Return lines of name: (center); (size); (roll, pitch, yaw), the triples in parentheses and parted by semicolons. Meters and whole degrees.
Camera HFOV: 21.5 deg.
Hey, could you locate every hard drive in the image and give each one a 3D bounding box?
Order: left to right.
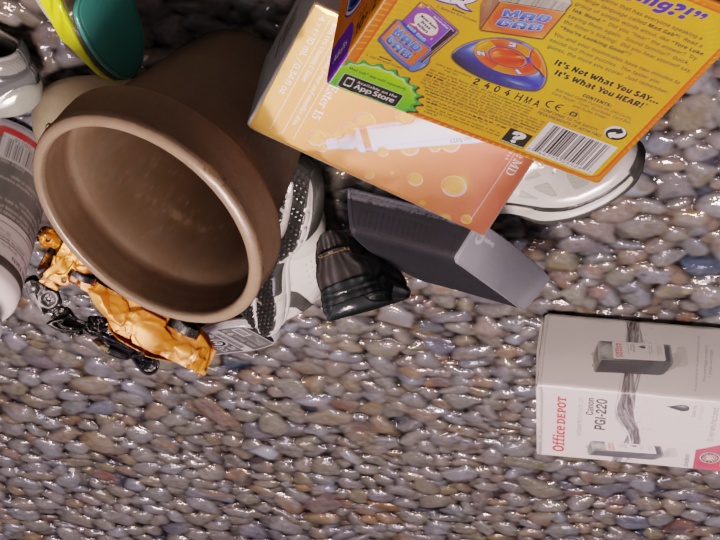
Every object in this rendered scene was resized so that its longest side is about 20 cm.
hard drive: (0.073, -0.015, 1.594); (0.134, 0.043, 0.200); (16, 173, 25)

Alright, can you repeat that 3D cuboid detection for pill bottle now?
pill bottle: (-0.337, -0.023, 1.625); (0.113, 0.202, 0.114); (7, 149, 4)

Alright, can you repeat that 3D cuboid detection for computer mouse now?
computer mouse: (-0.163, 0.057, 1.858); (0.198, 0.044, 0.109); (-11, 153, 30)

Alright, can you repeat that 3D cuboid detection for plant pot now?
plant pot: (-0.122, -0.089, 1.459); (0.199, 0.175, 0.201); (21, 140, 19)

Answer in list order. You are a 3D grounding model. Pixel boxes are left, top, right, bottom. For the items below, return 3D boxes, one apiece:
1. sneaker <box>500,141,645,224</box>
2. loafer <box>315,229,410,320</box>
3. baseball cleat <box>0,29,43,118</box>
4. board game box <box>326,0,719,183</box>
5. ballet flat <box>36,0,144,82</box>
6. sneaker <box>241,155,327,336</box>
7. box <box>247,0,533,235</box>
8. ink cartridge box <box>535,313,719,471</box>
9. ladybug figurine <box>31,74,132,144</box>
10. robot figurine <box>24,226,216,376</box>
sneaker: (0.118, -0.095, 1.504); (0.199, 0.076, 0.115); (-6, 147, 29)
loafer: (0.000, 0.000, 1.666); (0.072, 0.073, 0.200); (-17, 177, 4)
baseball cleat: (-0.360, -0.166, 1.546); (0.198, 0.070, 0.107); (-6, 140, 7)
board game box: (0.117, -0.215, 1.194); (0.198, 0.201, 0.200); (19, 148, -15)
ballet flat: (-0.224, -0.223, 1.419); (0.067, 0.067, 0.201); (17, 152, 30)
sneaker: (-0.059, -0.032, 1.680); (0.074, 0.080, 0.201); (46, 144, 24)
box: (0.035, -0.135, 1.396); (0.198, 0.098, 0.125); (24, 129, -11)
ink cartridge box: (0.265, 0.117, 1.799); (0.198, 0.085, 0.146); (6, 148, 9)
ladybug figurine: (-0.182, -0.097, 1.588); (0.198, 0.073, 0.136); (14, 148, -7)
robot figurine: (-0.207, 0.009, 1.736); (0.199, 0.058, 0.146); (29, 101, -17)
